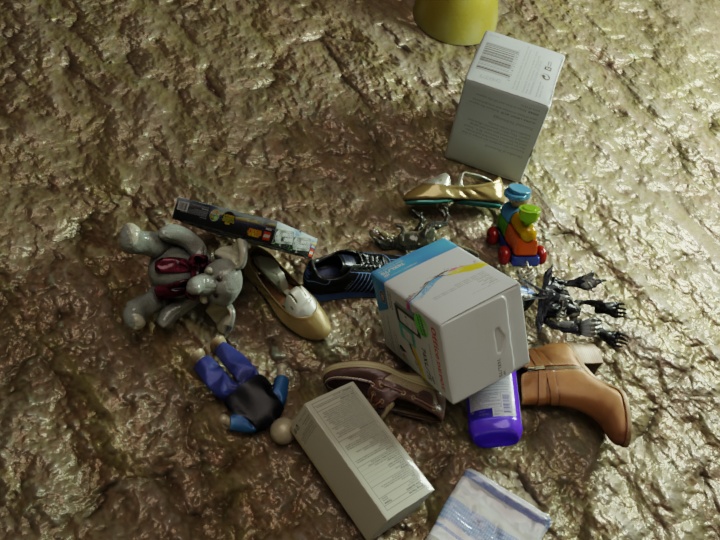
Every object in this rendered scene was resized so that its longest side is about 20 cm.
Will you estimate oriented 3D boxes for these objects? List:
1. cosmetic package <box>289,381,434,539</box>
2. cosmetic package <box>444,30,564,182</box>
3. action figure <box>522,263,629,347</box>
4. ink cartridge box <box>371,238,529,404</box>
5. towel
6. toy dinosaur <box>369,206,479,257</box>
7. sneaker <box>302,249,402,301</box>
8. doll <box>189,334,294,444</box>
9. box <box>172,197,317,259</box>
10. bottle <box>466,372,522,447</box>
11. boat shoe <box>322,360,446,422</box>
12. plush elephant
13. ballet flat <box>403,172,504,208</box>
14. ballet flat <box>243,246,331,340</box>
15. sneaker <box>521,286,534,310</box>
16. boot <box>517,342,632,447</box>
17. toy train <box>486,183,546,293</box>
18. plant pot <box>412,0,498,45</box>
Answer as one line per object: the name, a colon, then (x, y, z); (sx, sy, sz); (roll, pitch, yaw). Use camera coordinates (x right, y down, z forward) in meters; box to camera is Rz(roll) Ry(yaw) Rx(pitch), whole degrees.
cosmetic package: (0.000, 0.269, 1.163); (0.103, 0.073, 0.200); (-17, 60, -41)
cosmetic package: (0.277, -0.316, 1.573); (0.164, 0.201, 0.166); (20, 54, 7)
action figure: (0.360, 0.058, 1.334); (0.199, 0.102, 0.120); (19, 72, -28)
ink cartridge box: (0.135, 0.071, 1.234); (0.145, 0.148, 0.200); (-24, 31, -19)
towel: (0.170, 0.393, 1.151); (0.146, 0.024, 0.200); (30, 55, 14)
toy dinosaur: (0.119, -0.069, 1.454); (0.198, 0.048, 0.089); (7, 63, 13)
sneaker: (0.000, 0.000, 1.375); (0.198, 0.078, 0.071); (-12, 57, -17)
doll: (-0.168, 0.183, 1.233); (0.136, 0.049, 0.200); (-35, 66, -28)
box: (-0.188, -0.068, 1.327); (0.198, 0.137, 0.040); (15, 88, 26)
bottle: (0.206, 0.176, 1.284); (0.083, 0.065, 0.201); (-8, 53, 10)
boat shoe: (0.036, 0.193, 1.248); (0.198, 0.072, 0.072); (14, 51, -7)
plush elephant: (-0.254, 0.014, 1.254); (0.154, 0.166, 0.199); (12, 11, 35)
ballet flat: (0.173, -0.151, 1.508); (0.198, 0.069, 0.064); (1, 89, -17)
ballet flat: (-0.125, 0.036, 1.338); (0.200, 0.063, 0.069); (41, 61, 20)
sneaker: (0.205, 0.019, 1.395); (0.198, 0.079, 0.090); (13, 56, 1)
boot: (0.329, 0.197, 1.284); (0.154, 0.077, 0.201); (-4, 52, -14)
toy train: (0.289, -0.061, 1.409); (0.084, 0.117, 0.201); (-1, 31, -10)
plant pot: (0.228, -0.628, 1.829); (0.198, 0.142, 0.201); (5, 54, -6)
